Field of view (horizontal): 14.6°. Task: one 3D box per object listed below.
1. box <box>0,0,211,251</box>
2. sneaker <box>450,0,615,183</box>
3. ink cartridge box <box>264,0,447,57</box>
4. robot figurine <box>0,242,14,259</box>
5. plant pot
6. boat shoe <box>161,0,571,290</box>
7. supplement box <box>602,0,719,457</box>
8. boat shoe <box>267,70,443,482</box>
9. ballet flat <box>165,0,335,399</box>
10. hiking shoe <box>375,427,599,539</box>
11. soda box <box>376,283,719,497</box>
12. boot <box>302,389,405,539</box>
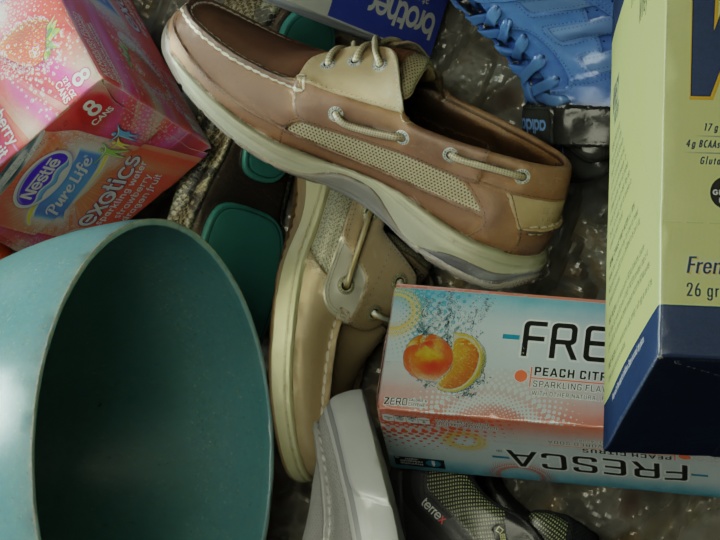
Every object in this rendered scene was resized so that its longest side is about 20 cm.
[{"bbox_3d":[-0.167,-0.112,1.329,0.102,0.095,0.201,-37,56,13],"label":"box"},{"bbox_3d":[0.079,-0.098,1.245,0.199,0.077,0.112,15,93,-16],"label":"sneaker"},{"bbox_3d":[-0.023,-0.164,1.251,0.044,0.200,0.095,18,91,34],"label":"ink cartridge box"},{"bbox_3d":[-0.234,0.068,1.354,0.200,0.117,0.144,-36,74,15],"label":"robot figurine"},{"bbox_3d":[-0.143,0.081,1.224,0.134,0.200,0.202,-2,84,27],"label":"plant pot"},{"bbox_3d":[0.007,-0.071,1.237,0.199,0.076,0.072,30,117,4],"label":"boat shoe"},{"bbox_3d":[0.172,-0.041,1.097,0.133,0.200,0.201,3,76,-1],"label":"supplement box"},{"bbox_3d":[0.000,0.000,1.301,0.064,0.072,0.201,6,82,11],"label":"boat shoe"},{"bbox_3d":[-0.067,-0.039,1.339,0.075,0.068,0.201,9,83,42],"label":"ballet flat"},{"bbox_3d":[0.063,0.153,1.260,0.100,0.076,0.201,-24,77,20],"label":"hiking shoe"},{"bbox_3d":[0.110,0.055,1.228,0.198,0.069,0.064,5,63,9],"label":"soda box"},{"bbox_3d":[-0.023,0.153,1.209,0.095,0.074,0.201,-11,66,3],"label":"boot"}]
